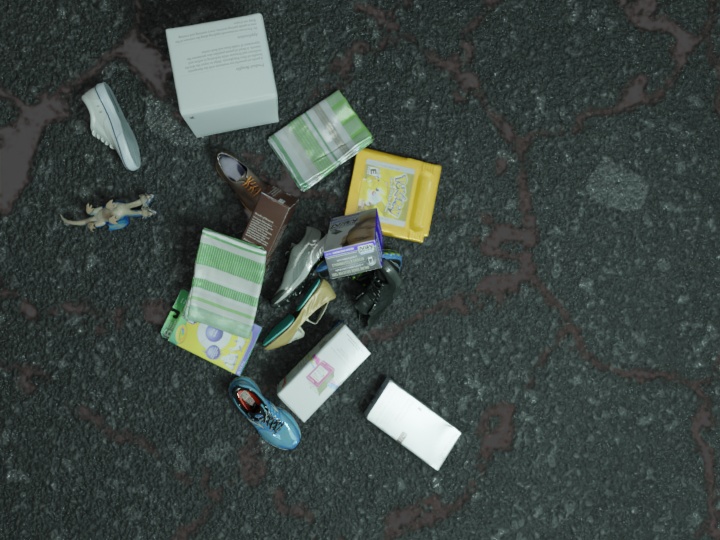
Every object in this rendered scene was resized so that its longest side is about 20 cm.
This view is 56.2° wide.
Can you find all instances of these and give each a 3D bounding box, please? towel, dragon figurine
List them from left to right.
[{"bbox_3d":[-0.533,-0.118,1.441,0.195,0.099,0.060,-15,92,15],"label":"dragon figurine"},{"bbox_3d":[-0.278,0.029,1.390,0.149,0.023,0.204,17,108,1],"label":"towel"},{"bbox_3d":[-0.089,-0.289,1.482,0.198,0.031,0.151,-36,81,-3],"label":"towel"}]

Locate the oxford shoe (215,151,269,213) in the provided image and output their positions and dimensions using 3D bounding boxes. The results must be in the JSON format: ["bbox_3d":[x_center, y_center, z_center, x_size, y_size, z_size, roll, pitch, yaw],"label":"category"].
[{"bbox_3d":[-0.240,-0.177,1.459,0.199,0.073,0.072,41,86,-3],"label":"oxford shoe"}]

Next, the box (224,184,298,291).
[{"bbox_3d":[-0.207,-0.069,1.417,0.074,0.100,0.203,28,106,-2],"label":"box"}]

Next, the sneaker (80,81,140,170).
[{"bbox_3d":[-0.535,-0.298,1.446,0.070,0.073,0.204,-25,82,5],"label":"sneaker"}]

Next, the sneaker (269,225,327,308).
[{"bbox_3d":[-0.139,-0.006,1.472,0.079,0.074,0.202,33,81,6],"label":"sneaker"}]

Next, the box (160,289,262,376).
[{"bbox_3d":[-0.323,0.131,1.456,0.196,0.048,0.119,26,81,-2],"label":"box"}]

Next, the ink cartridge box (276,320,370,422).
[{"bbox_3d":[-0.081,0.210,1.430,0.200,0.144,0.085,-44,94,-4],"label":"ink cartridge box"}]

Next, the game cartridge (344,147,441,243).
[{"bbox_3d":[0.070,-0.168,1.506,0.195,0.032,0.181,11,88,-3],"label":"game cartridge"}]

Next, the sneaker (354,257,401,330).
[{"bbox_3d":[0.032,0.053,1.420,0.104,0.201,0.060,-39,70,-10],"label":"sneaker"}]

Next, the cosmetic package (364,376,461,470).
[{"bbox_3d":[0.114,0.334,1.481,0.198,0.074,0.103,35,87,-2],"label":"cosmetic package"}]

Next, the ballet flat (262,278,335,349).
[{"bbox_3d":[-0.129,0.109,1.470,0.063,0.069,0.201,42,87,-17],"label":"ballet flat"}]

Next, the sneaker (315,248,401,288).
[{"bbox_3d":[0.000,0.000,1.467,0.195,0.071,0.085,-3,102,-21],"label":"sneaker"}]

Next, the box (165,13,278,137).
[{"bbox_3d":[-0.278,-0.397,1.398,0.194,0.200,0.176,-12,88,-5],"label":"box"}]

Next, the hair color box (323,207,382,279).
[{"bbox_3d":[-0.012,-0.060,1.393,0.107,0.201,0.066,-13,114,7],"label":"hair color box"}]

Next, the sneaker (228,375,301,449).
[{"bbox_3d":[-0.210,0.314,1.444,0.199,0.090,0.079,42,86,-2],"label":"sneaker"}]
